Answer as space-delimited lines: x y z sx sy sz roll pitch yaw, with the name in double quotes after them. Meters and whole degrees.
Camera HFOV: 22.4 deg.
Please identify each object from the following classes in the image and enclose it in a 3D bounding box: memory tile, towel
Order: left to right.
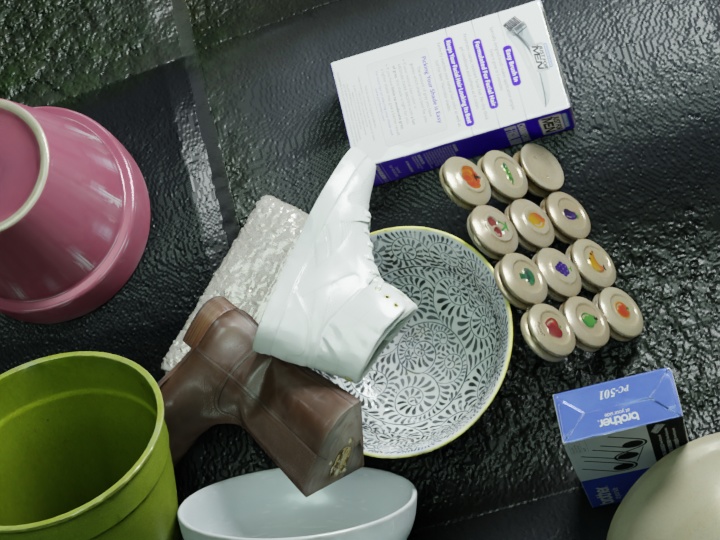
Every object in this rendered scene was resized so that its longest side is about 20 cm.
-0.082 0.040 1.643 0.133 0.034 0.200 27 83 16 "towel"
0.157 -0.019 1.559 0.017 0.153 0.200 -42 68 39 "memory tile"

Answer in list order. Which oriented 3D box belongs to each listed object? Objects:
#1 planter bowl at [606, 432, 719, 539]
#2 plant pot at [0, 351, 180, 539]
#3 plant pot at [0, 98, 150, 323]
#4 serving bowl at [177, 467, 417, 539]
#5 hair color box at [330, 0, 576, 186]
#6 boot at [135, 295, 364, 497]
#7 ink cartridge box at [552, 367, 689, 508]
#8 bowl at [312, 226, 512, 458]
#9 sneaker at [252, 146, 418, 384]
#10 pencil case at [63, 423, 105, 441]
0.306 0.242 1.405 0.200 0.135 0.200 -6 114 -13 "planter bowl"
-0.236 0.206 1.533 0.200 0.193 0.200 -9 39 8 "plant pot"
-0.309 -0.068 1.643 0.200 0.179 0.200 -3 75 11 "plant pot"
-0.050 0.222 1.519 0.200 0.200 0.066 -2 100 12 "serving bowl"
0.084 -0.158 1.643 0.200 0.065 0.109 -16 73 10 "hair color box"
-0.093 0.145 1.546 0.200 0.064 0.186 37 114 31 "boot"
0.217 0.138 1.466 0.094 0.200 0.044 -14 66 9 "ink cartridge box"
0.046 0.071 1.571 0.201 0.094 0.201 -6 73 19 "bowl"
0.000 0.000 1.526 0.116 0.074 0.200 21 70 6 "sneaker"
-0.290 0.144 1.637 0.200 0.078 0.089 -18 53 7 "pencil case"
